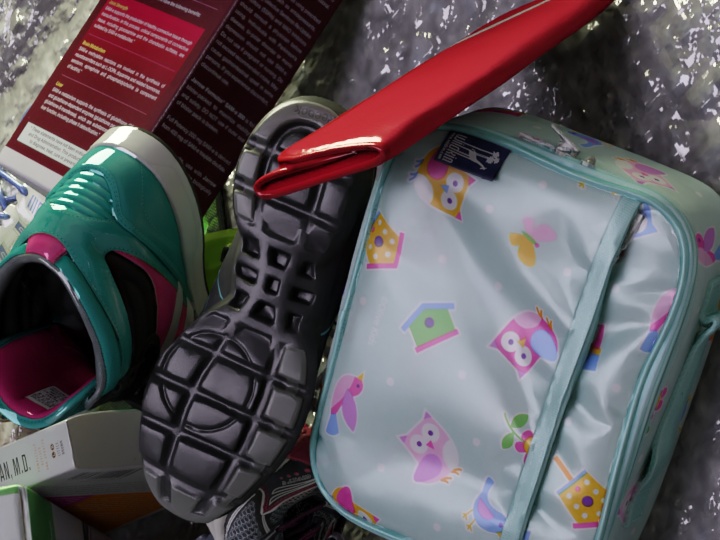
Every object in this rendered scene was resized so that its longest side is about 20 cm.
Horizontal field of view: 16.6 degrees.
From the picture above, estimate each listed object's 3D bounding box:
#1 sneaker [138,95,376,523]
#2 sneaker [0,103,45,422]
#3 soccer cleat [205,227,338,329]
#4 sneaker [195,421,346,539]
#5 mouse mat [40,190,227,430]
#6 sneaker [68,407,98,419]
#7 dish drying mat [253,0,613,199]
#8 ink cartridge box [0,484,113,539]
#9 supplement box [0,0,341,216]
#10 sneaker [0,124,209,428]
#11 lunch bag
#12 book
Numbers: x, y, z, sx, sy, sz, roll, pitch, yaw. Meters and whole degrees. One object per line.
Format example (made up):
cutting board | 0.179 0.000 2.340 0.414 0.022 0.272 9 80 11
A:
sneaker | -0.036 0.021 1.122 0.075 0.079 0.200 24 95 14
sneaker | -0.210 -0.005 1.421 0.075 0.088 0.200 29 107 50
soccer cleat | 0.000 0.000 1.199 0.200 0.081 0.068 -1 95 29
sneaker | -0.036 0.139 1.206 0.075 0.081 0.200 55 149 25
mouse mat | -0.136 0.003 1.404 0.200 0.008 0.161 -28 65 46
sneaker | -0.144 0.002 1.305 0.105 0.076 0.200 -56 15 13
dish drying mat | 0.037 -0.081 1.070 0.077 0.200 0.018 -14 104 42
ink cartridge box | -0.212 0.179 1.294 0.146 0.200 0.084 -11 74 7
supplement box | -0.090 -0.112 1.264 0.109 0.061 0.200 27 84 49
sneaker | -0.115 0.046 1.150 0.084 0.121 0.200 12 131 36
lunch bag | 0.072 0.033 1.072 0.160 0.077 0.200 24 107 27
book | -0.155 0.111 1.313 0.200 0.133 0.048 -23 74 46
